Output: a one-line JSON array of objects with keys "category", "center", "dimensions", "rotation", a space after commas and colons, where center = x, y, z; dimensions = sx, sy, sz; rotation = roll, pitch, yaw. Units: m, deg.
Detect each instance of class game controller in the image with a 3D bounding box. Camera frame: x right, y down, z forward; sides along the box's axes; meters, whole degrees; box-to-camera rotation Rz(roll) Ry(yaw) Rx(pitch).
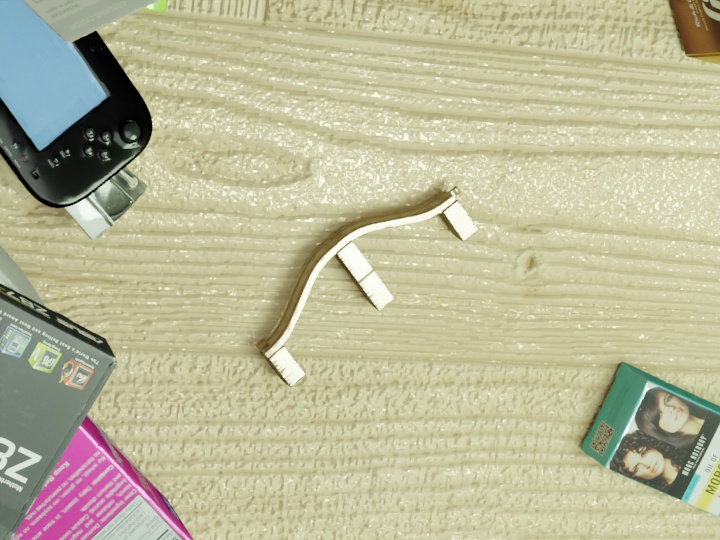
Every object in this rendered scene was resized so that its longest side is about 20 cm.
[{"category": "game controller", "center": [-0.226, -0.142, 1.319], "dimensions": [0.104, 0.042, 0.201], "rotation": [-43, 107, -29]}]

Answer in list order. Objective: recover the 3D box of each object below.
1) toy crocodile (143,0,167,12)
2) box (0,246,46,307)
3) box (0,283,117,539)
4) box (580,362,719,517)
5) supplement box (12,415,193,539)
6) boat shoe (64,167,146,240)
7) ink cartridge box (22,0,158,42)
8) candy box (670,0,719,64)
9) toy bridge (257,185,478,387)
[{"category": "toy crocodile", "center": [-0.183, -0.223, 1.368], "dimensions": [0.198, 0.062, 0.068], "rotation": [10, 101, -22]}, {"category": "box", "center": [-0.325, 0.020, 1.309], "dimensions": [0.171, 0.199, 0.201], "rotation": [-40, 115, -5]}, {"category": "box", "center": [-0.274, 0.072, 1.207], "dimensions": [0.199, 0.049, 0.162], "rotation": [31, 96, -25]}, {"category": "box", "center": [0.289, 0.155, 1.655], "dimensions": [0.199, 0.049, 0.083], "rotation": [24, 96, -24]}, {"category": "supplement box", "center": [-0.227, 0.153, 1.437], "dimensions": [0.103, 0.101, 0.200], "rotation": [-41, 115, -6]}, {"category": "boat shoe", "center": [-0.227, -0.112, 1.384], "dimensions": [0.064, 0.071, 0.200], "rotation": [-42, 122, -4]}, {"category": "ink cartridge box", "center": [-0.204, -0.223, 1.272], "dimensions": [0.200, 0.057, 0.162], "rotation": [46, 49, 12]}, {"category": "candy box", "center": [0.302, -0.209, 1.473], "dimensions": [0.056, 0.200, 0.118], "rotation": [-25, 111, -15]}, {"category": "toy bridge", "center": [0.000, 0.000, 1.517], "dimensions": [0.200, 0.027, 0.067], "rotation": [-40, 113, -6]}]
